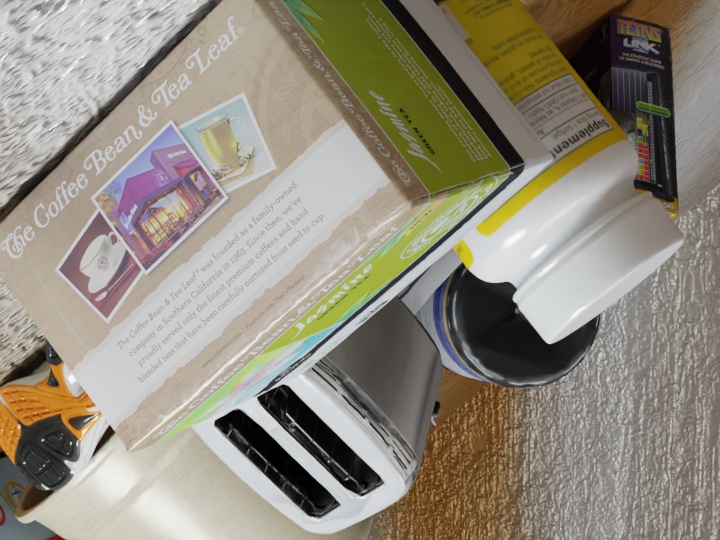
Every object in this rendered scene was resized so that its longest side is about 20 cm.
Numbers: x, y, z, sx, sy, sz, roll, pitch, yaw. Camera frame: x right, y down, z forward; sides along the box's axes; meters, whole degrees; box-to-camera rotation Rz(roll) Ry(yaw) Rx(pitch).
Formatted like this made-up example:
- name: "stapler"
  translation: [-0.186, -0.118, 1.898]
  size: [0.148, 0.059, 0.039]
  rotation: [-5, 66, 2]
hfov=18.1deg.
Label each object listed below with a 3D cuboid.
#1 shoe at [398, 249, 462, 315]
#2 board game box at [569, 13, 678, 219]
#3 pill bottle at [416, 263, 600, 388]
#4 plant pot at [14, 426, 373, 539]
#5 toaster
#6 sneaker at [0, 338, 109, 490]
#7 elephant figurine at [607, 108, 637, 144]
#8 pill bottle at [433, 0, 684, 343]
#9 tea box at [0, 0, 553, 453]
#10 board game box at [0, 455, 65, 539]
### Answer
- name: "shoe"
  translation: [0.000, 0.000, 1.539]
  size: [0.200, 0.091, 0.071]
  rotation: [-47, -174, -25]
- name: "board game box"
  translation: [0.175, -0.076, 1.745]
  size: [0.056, 0.166, 0.200]
  rotation: [9, 152, -18]
- name: "pill bottle"
  translation: [0.099, 0.027, 1.663]
  size: [0.112, 0.112, 0.200]
  rotation: [-36, -174, -7]
- name: "plant pot"
  translation: [-0.099, 0.150, 1.522]
  size: [0.200, 0.183, 0.201]
  rotation: [-45, -170, 10]
- name: "toaster"
  translation: [-0.029, 0.071, 1.393]
  size: [0.113, 0.200, 0.129]
  rotation: [-28, -151, 28]
- name: "sneaker"
  translation: [-0.161, 0.066, 1.397]
  size: [0.092, 0.076, 0.200]
  rotation: [-36, 174, -42]
- name: "elephant figurine"
  translation: [0.109, -0.088, 1.546]
  size: [0.141, 0.156, 0.200]
  rotation: [-4, -160, -3]
- name: "pill bottle"
  translation: [0.079, -0.066, 1.234]
  size: [0.114, 0.200, 0.114]
  rotation: [-36, 172, -6]
- name: "tea box"
  translation: [-0.043, -0.036, 1.117]
  size: [0.200, 0.134, 0.197]
  rotation: [-41, 170, 26]
- name: "board game box"
  translation: [-0.231, 0.230, 1.543]
  size: [0.056, 0.200, 0.196]
  rotation: [-39, 171, 20]
